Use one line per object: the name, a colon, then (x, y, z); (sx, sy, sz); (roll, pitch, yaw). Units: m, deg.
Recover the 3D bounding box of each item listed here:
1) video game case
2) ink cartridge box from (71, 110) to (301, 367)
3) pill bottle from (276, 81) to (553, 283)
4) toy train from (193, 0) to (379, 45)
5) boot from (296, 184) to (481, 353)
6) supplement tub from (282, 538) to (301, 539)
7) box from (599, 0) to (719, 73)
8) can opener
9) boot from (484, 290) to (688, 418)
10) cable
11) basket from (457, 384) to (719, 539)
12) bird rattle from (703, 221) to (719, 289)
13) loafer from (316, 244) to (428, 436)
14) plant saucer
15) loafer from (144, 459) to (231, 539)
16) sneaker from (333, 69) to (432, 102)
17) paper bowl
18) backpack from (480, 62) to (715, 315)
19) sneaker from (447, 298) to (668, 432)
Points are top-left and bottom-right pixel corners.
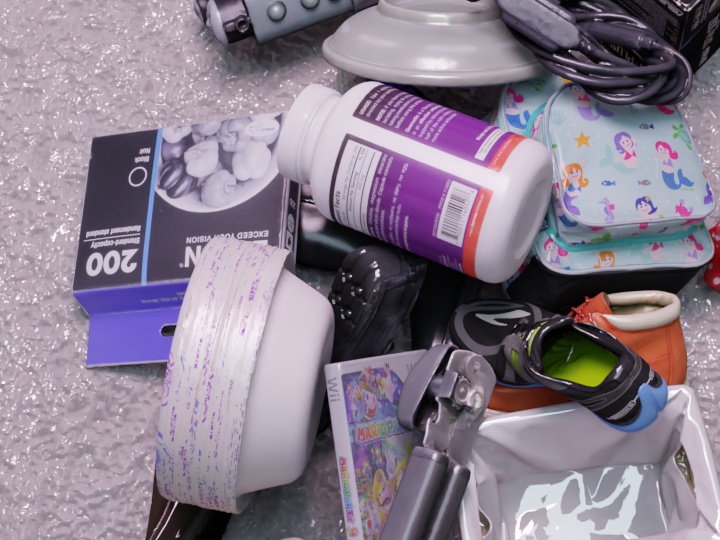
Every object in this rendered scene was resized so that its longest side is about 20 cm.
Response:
video game case: (0.027, 0.166, 1.452); (0.018, 0.143, 0.202); (-9, 88, 30)
ink cartridge box: (-0.144, -0.025, 1.576); (0.196, 0.043, 0.202); (-6, 69, 23)
pill bottle: (0.040, -0.074, 1.448); (0.199, 0.113, 0.113); (22, 72, 18)
toy train: (-0.048, -0.252, 1.644); (0.198, 0.086, 0.114); (-19, 26, -4)
boot: (0.000, -0.001, 1.577); (0.198, 0.066, 0.166); (19, 61, 5)
supplement tub: (-0.107, 0.302, 1.422); (0.198, 0.145, 0.145); (-22, 70, -6)
box: (0.224, -0.269, 1.616); (0.200, 0.164, 0.086); (42, 76, 17)
can opener: (0.045, 0.151, 1.412); (0.067, 0.053, 0.202); (7, 70, 47)
boot: (0.164, 0.065, 1.518); (0.198, 0.108, 0.075); (-5, 31, -3)
cable: (0.177, -0.192, 1.525); (0.199, 0.163, 0.051); (31, 111, 4)
basket: (0.171, 0.183, 1.472); (0.198, 0.124, 0.137); (-9, 69, -1)
bird rattle: (0.375, 0.021, 1.558); (0.161, 0.113, 0.201); (-12, 56, -14)
loafer: (-0.005, 0.061, 1.508); (0.070, 0.201, 0.068); (-2, 45, -35)
plant saucer: (0.067, -0.198, 1.562); (0.198, 0.200, 0.051); (3, 111, 4)
loafer: (-0.137, 0.178, 1.523); (0.071, 0.073, 0.201); (23, 63, 15)
sneaker: (0.036, -0.122, 1.612); (0.099, 0.070, 0.201); (4, 42, -19)
paper bowl: (-0.080, 0.081, 1.419); (0.103, 0.201, 0.203); (10, 70, 4)
backpack: (0.185, -0.077, 1.554); (0.176, 0.151, 0.201); (-3, 58, -23)
sneaker: (0.144, 0.057, 1.429); (0.199, 0.083, 0.071); (23, 70, 44)
